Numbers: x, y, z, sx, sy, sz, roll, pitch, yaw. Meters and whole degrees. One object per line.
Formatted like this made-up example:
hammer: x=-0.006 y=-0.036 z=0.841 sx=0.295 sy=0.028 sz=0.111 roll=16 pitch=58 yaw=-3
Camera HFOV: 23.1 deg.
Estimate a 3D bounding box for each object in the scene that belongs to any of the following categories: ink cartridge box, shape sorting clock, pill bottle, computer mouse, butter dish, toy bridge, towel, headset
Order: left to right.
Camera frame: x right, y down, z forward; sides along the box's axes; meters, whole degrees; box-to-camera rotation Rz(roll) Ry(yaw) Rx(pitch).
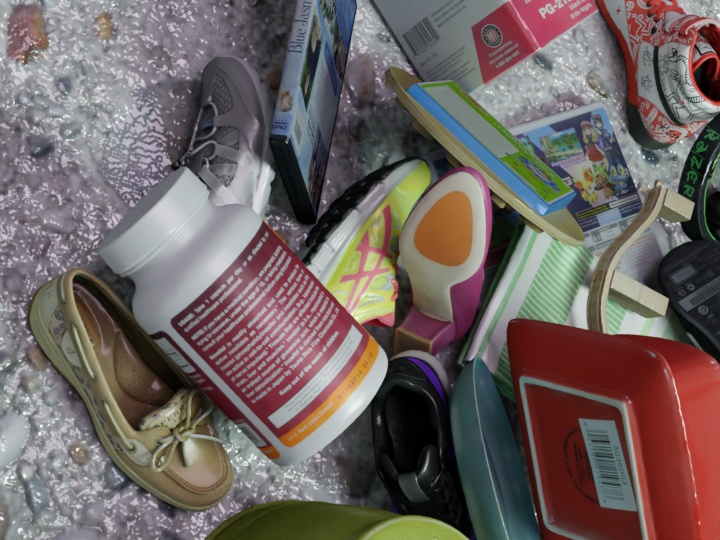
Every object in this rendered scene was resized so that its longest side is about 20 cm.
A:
pill bottle: x=-0.083 y=0.029 z=1.223 sx=0.200 sy=0.113 sz=0.113 roll=47 pitch=59 yaw=-12
ink cartridge box: x=0.075 y=-0.251 z=1.419 sx=0.084 sy=0.145 sz=0.201 roll=-35 pitch=93 yaw=-33
shape sorting clock: x=0.094 y=-0.086 z=1.355 sx=0.199 sy=0.039 sz=0.200 roll=37 pitch=17 yaw=-13
towel: x=0.181 y=0.062 z=1.434 sx=0.199 sy=0.023 sz=0.154 roll=34 pitch=68 yaw=-23
toy bridge: x=0.219 y=0.018 z=1.436 sx=0.067 sy=0.027 sz=0.202 roll=25 pitch=72 yaw=-27
butter dish: x=0.222 y=0.124 z=1.330 sx=0.147 sy=0.199 sz=0.202 roll=-18 pitch=105 yaw=-28
computer mouse: x=0.296 y=0.076 z=1.444 sx=0.140 sy=0.046 sz=0.200 roll=-35 pitch=61 yaw=-13
headset: x=0.352 y=-0.067 z=1.530 sx=0.199 sy=0.094 sz=0.125 roll=14 pitch=99 yaw=-49

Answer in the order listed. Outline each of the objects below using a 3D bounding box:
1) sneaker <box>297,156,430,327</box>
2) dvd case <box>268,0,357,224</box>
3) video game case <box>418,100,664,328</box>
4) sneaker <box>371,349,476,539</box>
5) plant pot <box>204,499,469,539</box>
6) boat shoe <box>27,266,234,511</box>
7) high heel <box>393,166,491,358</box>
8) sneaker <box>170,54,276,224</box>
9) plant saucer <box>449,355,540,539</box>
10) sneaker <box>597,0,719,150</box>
sneaker: x=0.000 y=0.000 z=1.350 sx=0.090 sy=0.078 sz=0.201 roll=41 pitch=72 yaw=-12
dvd case: x=-0.034 y=-0.154 z=1.344 sx=0.017 sy=0.143 sz=0.202 roll=6 pitch=68 yaw=9
video game case: x=0.157 y=-0.033 z=1.473 sx=0.199 sy=0.023 sz=0.184 roll=-18 pitch=85 yaw=-30
sneaker: x=0.045 y=0.161 z=1.293 sx=0.069 sy=0.099 sz=0.202 roll=-16 pitch=88 yaw=10
plant pot: x=-0.004 y=0.243 z=1.204 sx=0.199 sy=0.193 sz=0.202 roll=9 pitch=71 yaw=-26
boat shoe: x=-0.156 y=0.086 z=1.242 sx=0.200 sy=0.063 sz=0.073 roll=50 pitch=58 yaw=-8
high heel: x=0.075 y=-0.015 z=1.328 sx=0.067 sy=0.201 sz=0.096 roll=23 pitch=44 yaw=17
sneaker: x=-0.110 y=-0.067 z=1.304 sx=0.081 sy=0.075 sz=0.202 roll=7 pitch=73 yaw=-28
plant saucer: x=0.101 y=0.164 z=1.313 sx=0.027 sy=0.200 sz=0.202 roll=-15 pitch=81 yaw=11
sneaker: x=0.269 y=-0.216 z=1.536 sx=0.067 sy=0.108 sz=0.203 roll=-4 pitch=77 yaw=-29
